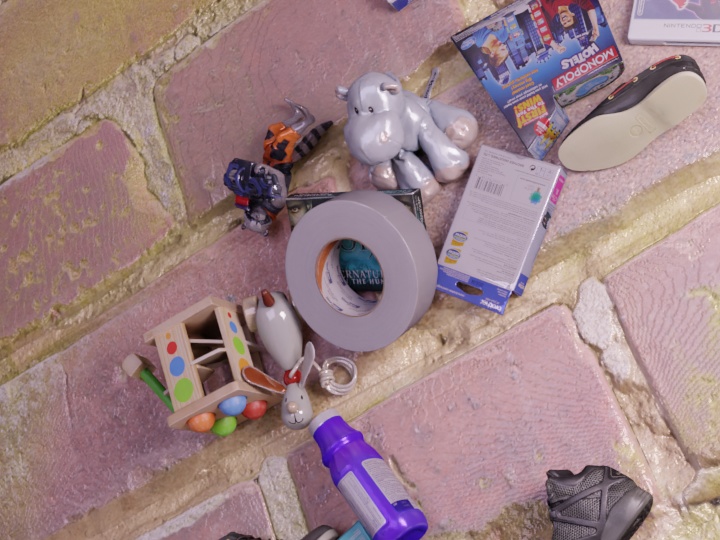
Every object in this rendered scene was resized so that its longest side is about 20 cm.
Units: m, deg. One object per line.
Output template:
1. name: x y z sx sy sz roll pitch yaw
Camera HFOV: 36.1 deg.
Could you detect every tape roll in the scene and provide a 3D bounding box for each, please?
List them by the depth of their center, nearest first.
1. tape roll: 0.000 0.000 1.445 0.197 0.066 0.204 9 110 27

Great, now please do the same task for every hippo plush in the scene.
1. hippo plush: 0.059 -0.199 1.457 0.157 0.160 0.204 1 78 28

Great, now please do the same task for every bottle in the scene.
1. bottle: 0.004 0.267 1.419 0.065 0.083 0.201 -45 62 12

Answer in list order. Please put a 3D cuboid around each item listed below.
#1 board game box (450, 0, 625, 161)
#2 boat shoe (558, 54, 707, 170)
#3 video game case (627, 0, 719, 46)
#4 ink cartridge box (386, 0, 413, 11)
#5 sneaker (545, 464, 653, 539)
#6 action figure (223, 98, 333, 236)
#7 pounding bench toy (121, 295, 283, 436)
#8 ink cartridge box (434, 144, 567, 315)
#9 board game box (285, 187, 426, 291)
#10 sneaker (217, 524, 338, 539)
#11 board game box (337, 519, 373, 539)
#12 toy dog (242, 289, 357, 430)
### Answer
1. board game box: 0.239 -0.255 1.432 0.198 0.061 0.203 -24 68 21
2. boat shoe: 0.334 -0.191 1.368 0.200 0.074 0.064 -33 28 29
3. video game case: 0.437 -0.378 1.377 0.180 0.023 0.204 8 81 29
4. ink cartridge box: 0.086 -0.508 1.588 0.195 0.043 0.202 -33 62 19
5. sneaker: 0.240 0.310 1.288 0.114 0.076 0.201 37 94 32
6. action figure: -0.112 -0.139 1.569 0.196 0.103 0.200 -65 29 7
7. pounding bench toy: -0.231 0.159 1.549 0.198 0.124 0.158 -28 67 20
8. ink cartridge box: 0.177 -0.051 1.428 0.118 0.042 0.203 20 86 31
9. board game box: -0.002 -0.040 1.492 0.197 0.028 0.138 -1 109 28
10. sneaker: -0.125 0.373 1.467 0.199 0.075 0.107 -40 65 15
11. board game box: 0.009 0.444 1.394 0.151 0.047 0.201 -44 62 12
12. toy dog: -0.103 0.102 1.487 0.131 0.096 0.201 -35 68 -1
